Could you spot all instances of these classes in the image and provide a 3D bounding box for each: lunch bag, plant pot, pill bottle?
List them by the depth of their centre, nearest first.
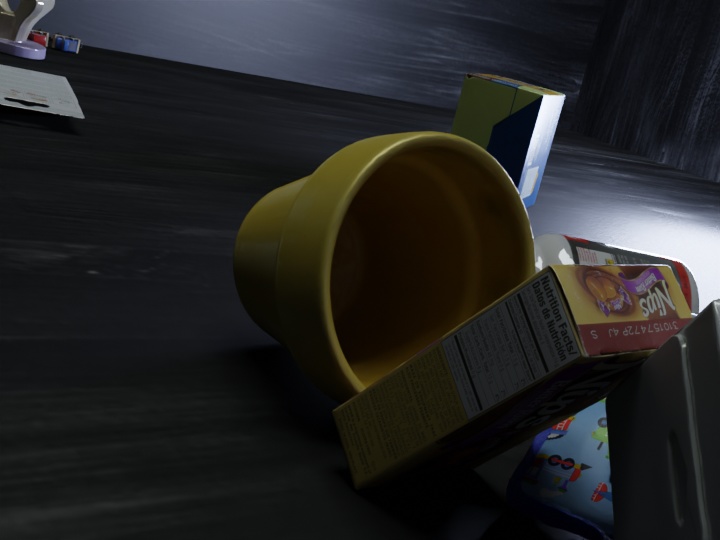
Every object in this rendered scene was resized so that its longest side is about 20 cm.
[{"bbox_3d":[0.197,0.122,0.674,0.149,0.095,0.200,16,42,33],"label":"lunch bag"},{"bbox_3d":[0.000,0.000,0.789,0.198,0.205,0.188,3,3,-37],"label":"plant pot"},{"bbox_3d":[0.210,0.029,0.994,0.196,0.118,0.116,11,15,-14],"label":"pill bottle"}]

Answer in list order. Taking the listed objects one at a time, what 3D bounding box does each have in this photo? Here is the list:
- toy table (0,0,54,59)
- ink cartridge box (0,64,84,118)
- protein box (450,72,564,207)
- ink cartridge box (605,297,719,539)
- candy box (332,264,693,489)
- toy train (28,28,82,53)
[{"bbox_3d":[-0.698,-0.500,2.063,0.198,0.119,0.183,22,17,23],"label":"toy table"},{"bbox_3d":[-0.491,-0.245,1.496,0.160,0.051,0.200,7,25,-28],"label":"ink cartridge box"},{"bbox_3d":[0.236,-0.213,1.730,0.133,0.202,0.200,19,15,17],"label":"protein box"},{"bbox_3d":[0.241,0.115,0.521,0.196,0.148,0.145,7,-26,-8],"label":"ink cartridge box"},{"bbox_3d":[0.088,0.065,0.618,0.115,0.199,0.057,0,63,-42],"label":"candy box"},{"bbox_3d":[-0.692,-0.498,2.221,0.197,0.035,0.046,6,20,-28],"label":"toy train"}]
